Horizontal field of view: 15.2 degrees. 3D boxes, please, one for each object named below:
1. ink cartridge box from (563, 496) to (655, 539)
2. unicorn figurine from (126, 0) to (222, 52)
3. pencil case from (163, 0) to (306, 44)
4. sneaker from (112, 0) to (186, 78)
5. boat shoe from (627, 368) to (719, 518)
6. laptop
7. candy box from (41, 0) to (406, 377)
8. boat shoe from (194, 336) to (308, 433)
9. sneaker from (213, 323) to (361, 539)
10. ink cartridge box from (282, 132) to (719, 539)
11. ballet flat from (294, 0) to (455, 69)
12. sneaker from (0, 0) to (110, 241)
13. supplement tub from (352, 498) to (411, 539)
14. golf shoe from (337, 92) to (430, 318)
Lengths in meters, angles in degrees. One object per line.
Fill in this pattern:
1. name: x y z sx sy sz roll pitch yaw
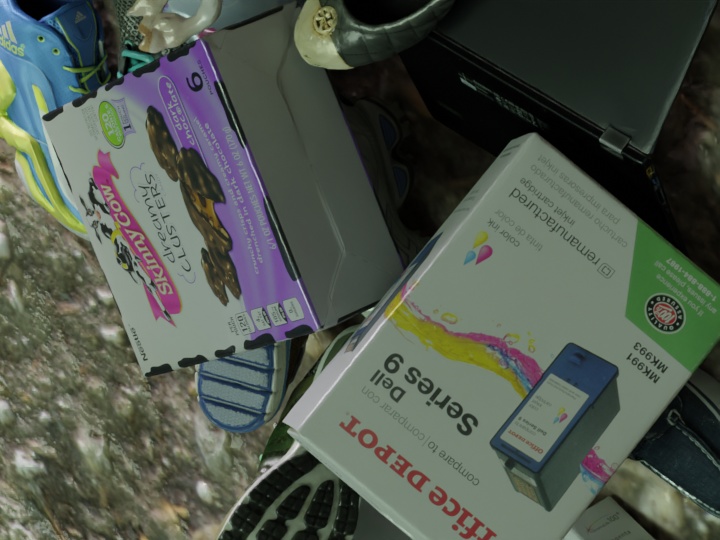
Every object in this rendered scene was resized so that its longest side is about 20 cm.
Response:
1. ink cartridge box: 0.128 0.214 1.636 0.174 0.043 0.201 45 146 36
2. unicorn figurine: -0.086 -0.187 1.423 0.200 0.074 0.137 39 103 -15
3. pencil case: -0.076 -0.222 1.498 0.090 0.083 0.201 8 127 16
4. sneaker: -0.122 -0.093 1.645 0.077 0.091 0.201 10 124 45
5. boat shoe: 0.137 0.078 1.474 0.200 0.091 0.071 46 144 14
6. laptop: 0.114 -0.128 1.409 0.187 0.116 0.200 34 168 29
7. candy box: -0.079 -0.040 1.500 0.200 0.071 0.168 -17 96 56
8. boat shoe: -0.057 -0.005 1.643 0.072 0.072 0.201 18 106 13
9. sneaker: -0.035 0.121 1.658 0.077 0.200 0.089 37 170 -17
10. ink cartridge box: 0.077 0.051 1.391 0.145 0.200 0.088 40 177 -4
11. ballet flat: 0.035 -0.165 1.360 0.200 0.057 0.067 -33 73 32
12. sneaker: -0.190 -0.111 1.727 0.200 0.076 0.105 52 144 8
13. supplement tub: -0.029 0.235 1.750 0.144 0.144 0.200 48 145 11
14. golf shoe: 0.000 0.000 1.571 0.078 0.097 0.201 -2 117 49
